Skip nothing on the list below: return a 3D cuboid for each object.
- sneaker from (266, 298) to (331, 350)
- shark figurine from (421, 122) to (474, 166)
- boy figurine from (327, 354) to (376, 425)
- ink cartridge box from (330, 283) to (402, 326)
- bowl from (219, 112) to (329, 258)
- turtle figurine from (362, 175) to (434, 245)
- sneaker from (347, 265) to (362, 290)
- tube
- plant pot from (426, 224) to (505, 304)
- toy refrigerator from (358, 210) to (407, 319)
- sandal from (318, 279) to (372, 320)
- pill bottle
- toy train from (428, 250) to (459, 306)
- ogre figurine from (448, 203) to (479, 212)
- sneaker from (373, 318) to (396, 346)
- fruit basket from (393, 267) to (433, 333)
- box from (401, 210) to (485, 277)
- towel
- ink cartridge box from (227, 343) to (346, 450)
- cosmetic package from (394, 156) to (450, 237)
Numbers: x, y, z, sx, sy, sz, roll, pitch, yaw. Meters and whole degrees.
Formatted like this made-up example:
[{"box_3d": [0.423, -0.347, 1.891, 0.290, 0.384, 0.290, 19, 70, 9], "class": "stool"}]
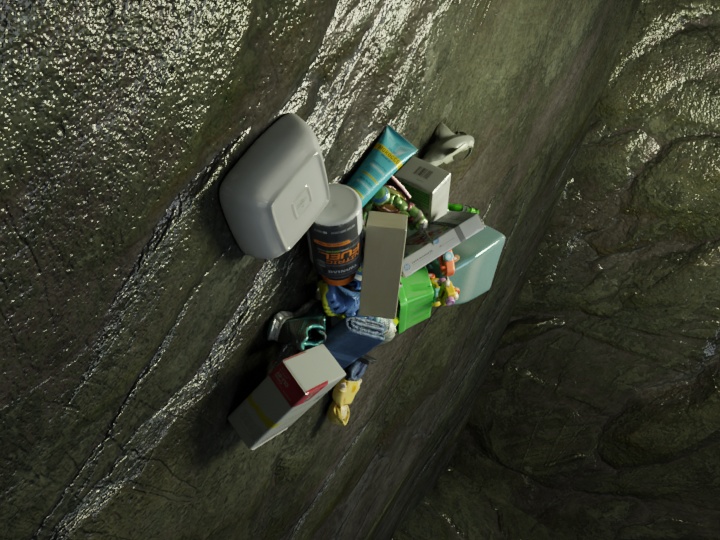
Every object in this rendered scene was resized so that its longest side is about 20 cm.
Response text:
[{"box_3d": [-0.101, 0.117, 1.361, 0.200, 0.091, 0.078, -23, 135, -58], "class": "sneaker"}, {"box_3d": [0.219, -0.311, 1.599, 0.214, 0.090, 0.128, -29, 175, -41], "class": "shark figurine"}, {"box_3d": [-0.031, 0.312, 1.770, 0.201, 0.064, 0.124, -66, 160, 0], "class": "boy figurine"}, {"box_3d": [-0.002, 0.081, 1.545, 0.200, 0.037, 0.095, -40, 167, 24], "class": "ink cartridge box"}, {"box_3d": [-0.120, -0.123, 1.077, 0.200, 0.074, 0.200, -54, 157, -24], "class": "bowl"}, {"box_3d": [0.066, -0.093, 1.420, 0.144, 0.200, 0.194, -33, 167, 13], "class": "turtle figurine"}, {"box_3d": [0.000, 0.000, 1.478, 0.082, 0.074, 0.200, -47, 161, 1], "class": "sneaker"}, {"box_3d": [0.027, -0.193, 1.327, 0.200, 0.077, 0.050, -52, -170, -18], "class": "tube"}, {"box_3d": [0.237, -0.021, 1.823, 0.200, 0.196, 0.196, -34, 145, -39], "class": "plant pot"}, {"box_3d": [0.043, -0.010, 1.304, 0.070, 0.076, 0.201, -80, 175, -58], "class": "toy refrigerator"}, {"box_3d": [-0.024, 0.064, 1.407, 0.200, 0.087, 0.080, 43, 32, -61], "class": "sandal"}, {"box_3d": [-0.046, -0.057, 1.264, 0.106, 0.106, 0.200, -49, 154, -29], "class": "pill bottle"}, {"box_3d": [0.204, 0.013, 1.659, 0.200, 0.055, 0.151, 147, -67, -74], "class": "toy train"}, {"box_3d": [0.210, -0.124, 1.725, 0.200, 0.120, 0.098, -52, 152, -26], "class": "ogre figurine"}, {"box_3d": [-0.023, 0.149, 1.544, 0.200, 0.078, 0.086, -31, 134, 9], "class": "sneaker"}, {"box_3d": [0.071, 0.076, 1.649, 0.215, 0.156, 0.216, -12, 155, -6], "class": "fruit basket"}, {"box_3d": [0.146, -0.059, 1.436, 0.200, 0.041, 0.156, -33, -167, -8], "class": "box"}, {"box_3d": [-0.044, 0.158, 1.440, 0.111, 0.049, 0.200, 18, 142, -31], "class": "towel"}, {"box_3d": [-0.147, 0.248, 1.333, 0.200, 0.083, 0.145, -46, 165, 27], "class": "ink cartridge box"}, {"box_3d": [0.140, -0.150, 1.561, 0.085, 0.107, 0.200, -47, 152, -31], "class": "cosmetic package"}]
